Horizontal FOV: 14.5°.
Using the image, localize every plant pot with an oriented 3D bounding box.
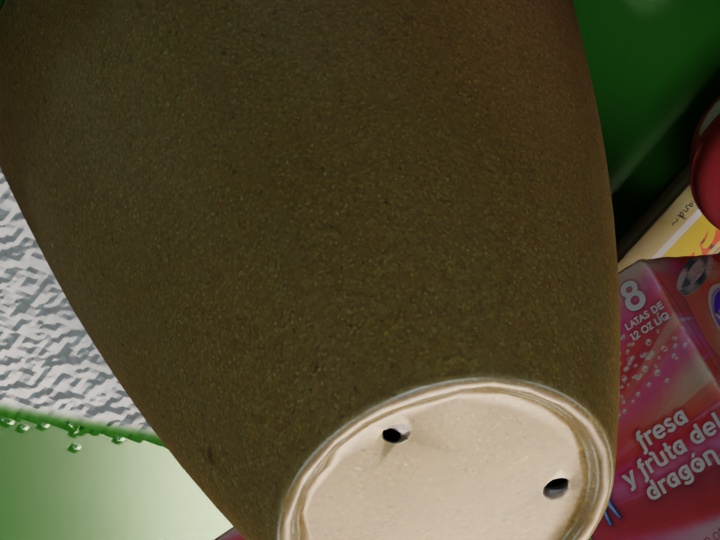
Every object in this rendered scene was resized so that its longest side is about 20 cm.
[{"bbox_3d":[0.000,0.000,0.809,0.186,0.200,0.187,-10,132,-11],"label":"plant pot"}]

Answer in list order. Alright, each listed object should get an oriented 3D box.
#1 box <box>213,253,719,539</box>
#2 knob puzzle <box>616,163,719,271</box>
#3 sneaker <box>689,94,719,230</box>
[{"bbox_3d":[0.056,0.084,0.927,0.200,0.095,0.103,-35,166,24],"label":"box"},{"bbox_3d":[0.153,0.061,1.000,0.219,0.030,0.220,-3,124,-5],"label":"knob puzzle"},{"bbox_3d":[0.187,-0.029,0.852,0.200,0.116,0.078,-15,116,26],"label":"sneaker"}]
